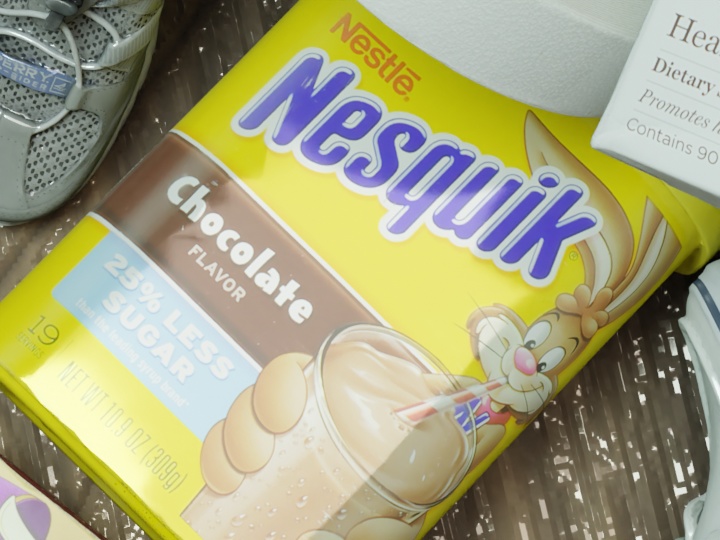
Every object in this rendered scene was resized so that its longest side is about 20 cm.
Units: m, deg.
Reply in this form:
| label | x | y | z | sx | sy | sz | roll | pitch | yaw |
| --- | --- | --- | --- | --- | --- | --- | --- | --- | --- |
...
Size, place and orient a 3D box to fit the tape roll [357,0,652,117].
| label | x | y | z | sx | sy | sz | roll | pitch | yaw |
| --- | --- | --- | --- | --- | --- | --- | --- | --- | --- |
| tape roll | 0.033 | -0.134 | 0.729 | 0.202 | 0.037 | 0.204 | 29 | 40 | -27 |

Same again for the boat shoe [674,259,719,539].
| label | x | y | z | sx | sy | sz | roll | pitch | yaw |
| --- | --- | --- | --- | --- | --- | --- | --- | --- | --- |
| boat shoe | 0.122 | 0.098 | 0.767 | 0.066 | 0.074 | 0.201 | -19 | 90 | 3 |

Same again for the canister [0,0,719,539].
| label | x | y | z | sx | sy | sz | roll | pitch | yaw |
| --- | --- | --- | --- | --- | --- | --- | --- | --- | --- |
| canister | 0.000 | 0.000 | 0.780 | 0.148 | 0.087 | 0.200 | 43 | 81 | 3 |

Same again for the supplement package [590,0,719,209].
| label | x | y | z | sx | sy | sz | roll | pitch | yaw |
| --- | --- | --- | --- | --- | --- | --- | --- | --- | --- |
| supplement package | 0.199 | -0.078 | 0.660 | 0.191 | 0.147 | 0.201 | 25 | 93 | 27 |

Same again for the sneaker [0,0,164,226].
| label | x | y | z | sx | sy | sz | roll | pitch | yaw |
| --- | --- | --- | --- | --- | --- | --- | --- | --- | --- |
| sneaker | -0.089 | -0.098 | 0.757 | 0.074 | 0.082 | 0.201 | 16 | 116 | -6 |

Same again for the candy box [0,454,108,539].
| label | x | y | z | sx | sy | sz | roll | pitch | yaw |
| --- | --- | --- | --- | --- | --- | --- | --- | --- | --- |
| candy box | -0.130 | 0.162 | 0.753 | 0.117 | 0.056 | 0.200 | 38 | 80 | 4 |
